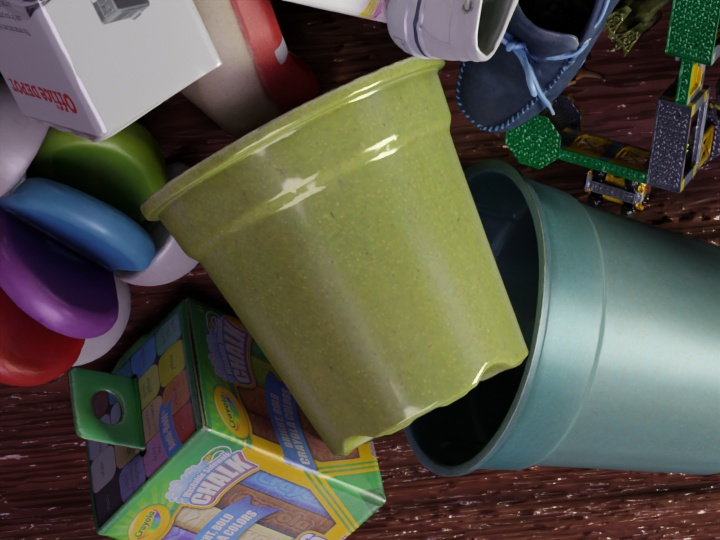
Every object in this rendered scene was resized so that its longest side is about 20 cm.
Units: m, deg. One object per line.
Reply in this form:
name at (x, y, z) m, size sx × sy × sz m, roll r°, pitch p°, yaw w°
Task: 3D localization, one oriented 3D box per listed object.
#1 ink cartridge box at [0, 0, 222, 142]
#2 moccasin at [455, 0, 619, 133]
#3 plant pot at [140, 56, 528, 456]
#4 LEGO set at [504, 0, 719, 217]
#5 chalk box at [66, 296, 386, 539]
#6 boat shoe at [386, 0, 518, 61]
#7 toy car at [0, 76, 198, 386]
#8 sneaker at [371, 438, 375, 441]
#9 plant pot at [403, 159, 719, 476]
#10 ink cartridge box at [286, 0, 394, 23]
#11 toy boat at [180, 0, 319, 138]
ink cartridge box at (-0.171, -0.181, 1.261) m, size 0.084 × 0.144 × 0.200 m, roll -31°, pitch 111°, yaw -18°
moccasin at (0.102, -0.154, 1.326) m, size 0.080 × 0.068 × 0.200 m, roll 35°, pitch 128°, yaw 9°
plant pot at (0.000, 0.000, 1.374) m, size 0.200 × 0.200 × 0.185 m, roll -27°, pitch 88°, yaw 18°
LEGO set at (0.172, -0.146, 1.410) m, size 0.153 × 0.116 × 0.201 m, roll 11°, pitch 121°, yaw 25°
chalk box at (-0.103, 0.112, 1.568) m, size 0.200 × 0.125 × 0.124 m, roll 25°, pitch 125°, yaw -34°
boat shoe at (0.084, -0.203, 1.276) m, size 0.073 × 0.067 × 0.201 m, roll 22°, pitch 88°, yaw -54°
toy car at (-0.197, -0.007, 1.453) m, size 0.175 × 0.150 × 0.200 m, roll 32°, pitch 122°, yaw -27°
sneaker at (-0.013, 0.011, 1.539) m, size 0.075 × 0.079 × 0.201 m, roll 2°, pitch 110°, yaw 4°
plant pot at (0.152, 0.046, 1.511) m, size 0.195 × 0.201 × 0.201 m, roll 11°, pitch 130°, yaw -24°
ink cartridge box at (-0.015, -0.200, 1.265) m, size 0.200 × 0.067 × 0.118 m, roll 5°, pitch 103°, yaw -53°
toy boat at (-0.068, -0.176, 1.355) m, size 0.131 × 0.130 × 0.200 m, roll -32°, pitch 132°, yaw -15°
